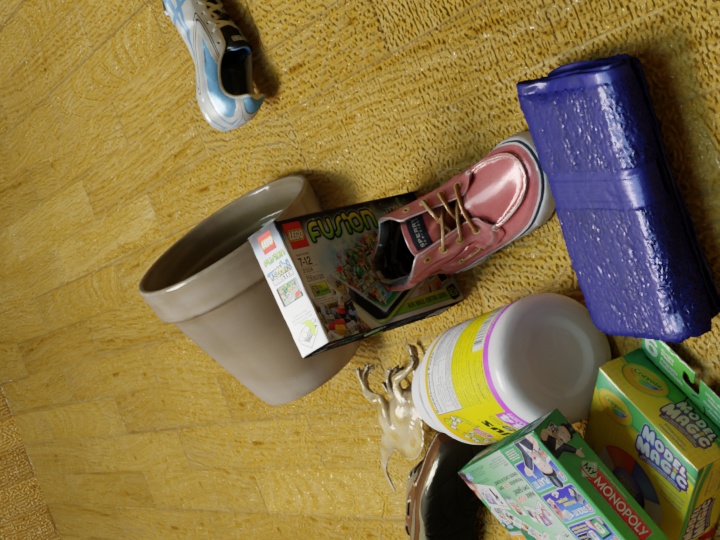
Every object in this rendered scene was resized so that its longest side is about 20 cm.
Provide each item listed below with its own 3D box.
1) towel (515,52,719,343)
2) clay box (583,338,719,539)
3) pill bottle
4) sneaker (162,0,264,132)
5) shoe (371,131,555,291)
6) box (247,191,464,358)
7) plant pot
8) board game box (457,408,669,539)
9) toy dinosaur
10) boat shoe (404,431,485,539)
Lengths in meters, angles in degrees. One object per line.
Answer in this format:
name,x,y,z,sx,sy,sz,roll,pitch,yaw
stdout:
towel,0.184,-0.051,1.183,0.148,0.049,0.201,7,117,70
clay box,0.219,0.149,1.263,0.115,0.047,0.201,48,150,36
pill bottle,0.114,0.085,1.361,0.105,0.104,0.200,67,156,2
sneaker,-0.147,-0.240,1.694,0.072,0.072,0.201,-28,76,31
shoe,0.080,-0.040,1.336,0.072,0.091,0.200,64,151,11
box,0.000,0.000,1.419,0.035,0.199,0.111,-31,81,37
plant pot,-0.092,0.030,1.673,0.174,0.200,0.200,56,159,-17
board game box,0.154,0.183,1.292,0.135,0.029,0.200,49,160,3
toy dinosaur,0.034,0.138,1.602,0.200,0.058,0.102,-56,48,51
boat shoe,0.071,0.214,1.590,0.074,0.075,0.201,52,150,38
